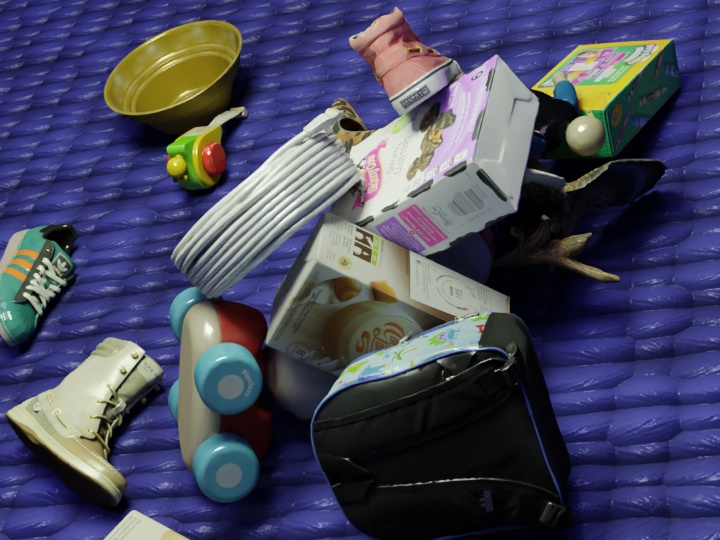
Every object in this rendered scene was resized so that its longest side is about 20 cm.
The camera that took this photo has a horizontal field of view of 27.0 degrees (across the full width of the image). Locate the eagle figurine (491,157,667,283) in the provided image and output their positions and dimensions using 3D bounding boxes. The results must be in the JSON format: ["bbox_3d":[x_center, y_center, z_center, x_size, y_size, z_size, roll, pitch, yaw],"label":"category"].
[{"bbox_3d":[0.203,-0.069,1.505,0.151,0.151,0.200,-47,7,47],"label":"eagle figurine"}]

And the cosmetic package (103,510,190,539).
[{"bbox_3d":[-0.160,0.300,1.327,0.199,0.071,0.105,16,53,41],"label":"cosmetic package"}]

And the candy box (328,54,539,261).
[{"bbox_3d":[0.065,-0.091,1.442,0.199,0.072,0.168,-29,29,35],"label":"candy box"}]

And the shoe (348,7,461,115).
[{"bbox_3d":[0.045,-0.214,1.500,0.071,0.091,0.200,-32,6,13],"label":"shoe"}]

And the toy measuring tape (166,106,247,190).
[{"bbox_3d":[-0.190,-0.148,1.899,0.073,0.074,0.200,-5,19,24],"label":"toy measuring tape"}]

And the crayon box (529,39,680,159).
[{"bbox_3d":[0.256,-0.187,1.634,0.118,0.059,0.200,2,29,35],"label":"crayon box"}]

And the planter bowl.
[{"bbox_3d":[-0.234,-0.240,1.995,0.199,0.084,0.201,-15,39,13],"label":"planter bowl"}]

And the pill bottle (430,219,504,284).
[{"bbox_3d":[0.100,-0.071,1.584,0.112,0.113,0.201,-5,42,25],"label":"pill bottle"}]

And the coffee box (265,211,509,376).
[{"bbox_3d":[0.027,0.046,1.396,0.115,0.199,0.080,-58,15,34],"label":"coffee box"}]

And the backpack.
[{"bbox_3d":[0.070,0.140,1.306,0.199,0.184,0.147,-16,15,17],"label":"backpack"}]

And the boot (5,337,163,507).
[{"bbox_3d":[-0.264,0.151,1.566,0.154,0.072,0.199,-39,39,-21],"label":"boot"}]

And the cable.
[{"bbox_3d":[-0.089,-0.055,1.427,0.200,0.069,0.200,-43,3,-23],"label":"cable"}]

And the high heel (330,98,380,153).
[{"bbox_3d":[0.021,-0.163,1.721,0.143,0.071,0.201,-49,38,34],"label":"high heel"}]

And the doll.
[{"bbox_3d":[0.166,-0.161,1.535,0.199,0.049,0.136,22,52,40],"label":"doll"}]

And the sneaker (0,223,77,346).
[{"bbox_3d":[-0.388,0.007,1.801,0.079,0.072,0.201,-20,36,14],"label":"sneaker"}]

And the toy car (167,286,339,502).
[{"bbox_3d":[-0.077,0.113,1.468,0.198,0.178,0.184,-2,19,-16],"label":"toy car"}]
